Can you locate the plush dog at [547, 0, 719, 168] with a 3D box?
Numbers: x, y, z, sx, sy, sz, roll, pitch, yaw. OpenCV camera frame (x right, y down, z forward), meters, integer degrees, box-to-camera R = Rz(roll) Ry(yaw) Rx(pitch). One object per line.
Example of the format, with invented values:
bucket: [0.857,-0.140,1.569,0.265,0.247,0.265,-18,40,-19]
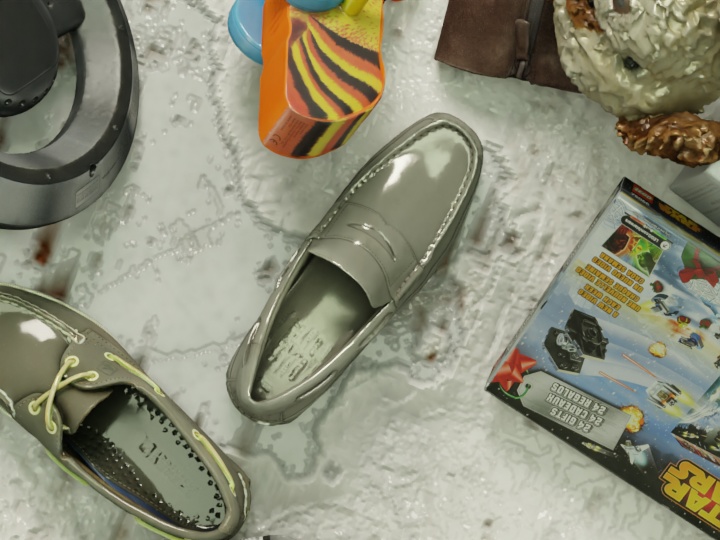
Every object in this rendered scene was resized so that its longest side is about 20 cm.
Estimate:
plush dog: [0.170,-0.151,1.210,0.172,0.160,0.200,-36,75,28]

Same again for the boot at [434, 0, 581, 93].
boot: [0.143,-0.179,1.291,0.200,0.072,0.167,8,102,10]

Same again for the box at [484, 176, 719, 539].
box: [0.186,0.060,1.280,0.200,0.040,0.137,33,113,-1]

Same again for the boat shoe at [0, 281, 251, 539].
boat shoe: [-0.142,0.075,1.281,0.202,0.060,0.072,40,87,0]

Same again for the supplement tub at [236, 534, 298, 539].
supplement tub: [-0.089,0.207,1.247,0.200,0.123,0.123,-8,88,-2]

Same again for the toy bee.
toy bee: [-0.010,-0.149,1.275,0.109,0.131,0.200,7,76,-26]

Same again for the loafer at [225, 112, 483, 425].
loafer: [0.000,0.000,1.286,0.070,0.070,0.200,34,87,-1]

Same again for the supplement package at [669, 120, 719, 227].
supplement package: [0.285,-0.030,1.279,0.200,0.110,0.114,39,87,0]

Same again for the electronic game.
electronic game: [-0.193,-0.119,1.242,0.042,0.200,0.200,-19,88,41]
